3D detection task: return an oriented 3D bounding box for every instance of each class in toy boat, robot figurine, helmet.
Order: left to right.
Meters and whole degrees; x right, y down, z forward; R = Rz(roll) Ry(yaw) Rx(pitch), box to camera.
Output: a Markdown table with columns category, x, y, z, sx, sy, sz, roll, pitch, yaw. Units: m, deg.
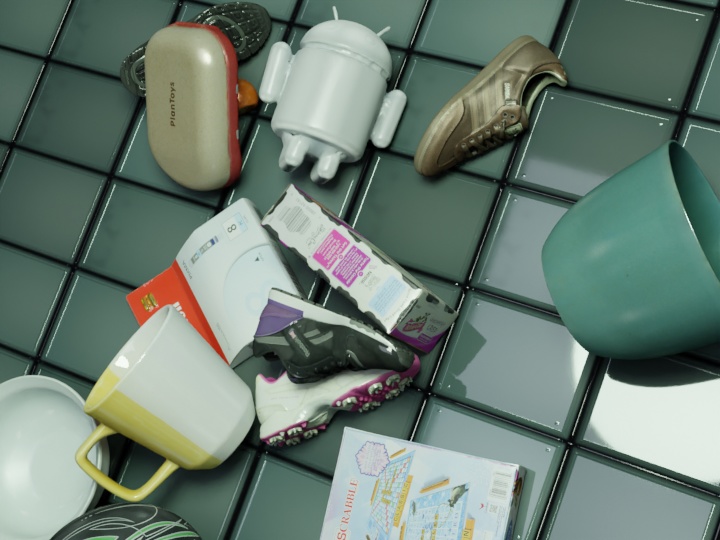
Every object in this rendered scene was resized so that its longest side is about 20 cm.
| category | x | y | z | sx | sy | sz | roll | pitch | yaw |
| --- | --- | --- | --- | --- | --- | --- | --- | --- | --- |
| helmet | -0.261 | 0.346 | 1.297 | 0.191 | 0.200 | 0.200 | -47 | 65 | 22 |
| toy boat | -0.176 | -0.198 | 1.439 | 0.130 | 0.131 | 0.201 | 16 | 113 | 39 |
| robot figurine | -0.032 | -0.203 | 1.388 | 0.169 | 0.113 | 0.200 | 22 | 83 | -13 |

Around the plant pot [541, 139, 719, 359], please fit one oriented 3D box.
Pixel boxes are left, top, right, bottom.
| category | x | y | z | sx | sy | sz | roll | pitch | yaw |
| --- | --- | --- | --- | --- | --- | --- | --- | --- | --- |
| plant pot | 0.277 | -0.003 | 1.185 | 0.161 | 0.200 | 0.201 | -27 | 68 | 26 |

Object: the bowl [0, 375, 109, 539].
| category | x | y | z | sx | sy | sz | roll | pitch | yaw |
| --- | --- | --- | --- | --- | --- | --- | --- | --- | --- |
| bowl | -0.371 | 0.229 | 1.412 | 0.201 | 0.090 | 0.202 | -5 | 74 | 18 |

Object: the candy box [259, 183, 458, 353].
| category | x | y | z | sx | sy | sz | roll | pitch | yaw |
| --- | --- | --- | --- | --- | --- | --- | --- | --- | --- |
| candy box | 0.000 | 0.000 | 1.311 | 0.200 | 0.136 | 0.061 | 39 | 93 | 25 |

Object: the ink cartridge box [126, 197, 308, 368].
| category | x | y | z | sx | sy | sz | roll | pitch | yaw |
| --- | --- | --- | --- | --- | --- | --- | --- | --- | --- |
| ink cartridge box | -0.175 | 0.034 | 1.414 | 0.200 | 0.047 | 0.160 | -33 | 68 | 7 |

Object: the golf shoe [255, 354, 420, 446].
| category | x | y | z | sx | sy | sz | roll | pitch | yaw |
| --- | --- | --- | --- | --- | --- | --- | --- | --- | --- |
| golf shoe | -0.032 | 0.120 | 1.327 | 0.200 | 0.075 | 0.092 | -25 | 66 | 11 |

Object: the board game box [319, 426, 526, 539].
| category | x | y | z | sx | sy | sz | roll | pitch | yaw |
| --- | --- | --- | --- | --- | --- | --- | --- | --- | --- |
| board game box | 0.057 | 0.283 | 1.266 | 0.199 | 0.041 | 0.200 | 10 | 80 | 22 |

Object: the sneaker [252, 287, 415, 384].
| category | x | y | z | sx | sy | sz | roll | pitch | yaw |
| --- | --- | --- | --- | --- | --- | --- | --- | --- | --- |
| sneaker | -0.032 | 0.090 | 1.281 | 0.200 | 0.076 | 0.088 | 19 | 82 | 39 |

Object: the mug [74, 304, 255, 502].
| category | x | y | z | sx | sy | sz | roll | pitch | yaw |
| --- | --- | --- | --- | --- | --- | --- | --- | --- | --- |
| mug | -0.213 | 0.153 | 1.342 | 0.153 | 0.150 | 0.187 | 40 | 117 | -15 |

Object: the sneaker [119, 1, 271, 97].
| category | x | y | z | sx | sy | sz | roll | pitch | yaw |
| --- | --- | --- | --- | --- | --- | --- | --- | --- | --- |
| sneaker | -0.209 | -0.286 | 1.496 | 0.200 | 0.076 | 0.091 | -22 | 24 | -6 |

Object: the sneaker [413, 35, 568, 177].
| category | x | y | z | sx | sy | sz | roll | pitch | yaw |
| --- | --- | --- | --- | --- | --- | --- | --- | --- | --- |
| sneaker | 0.145 | -0.171 | 1.338 | 0.076 | 0.070 | 0.200 | 43 | 94 | 23 |
